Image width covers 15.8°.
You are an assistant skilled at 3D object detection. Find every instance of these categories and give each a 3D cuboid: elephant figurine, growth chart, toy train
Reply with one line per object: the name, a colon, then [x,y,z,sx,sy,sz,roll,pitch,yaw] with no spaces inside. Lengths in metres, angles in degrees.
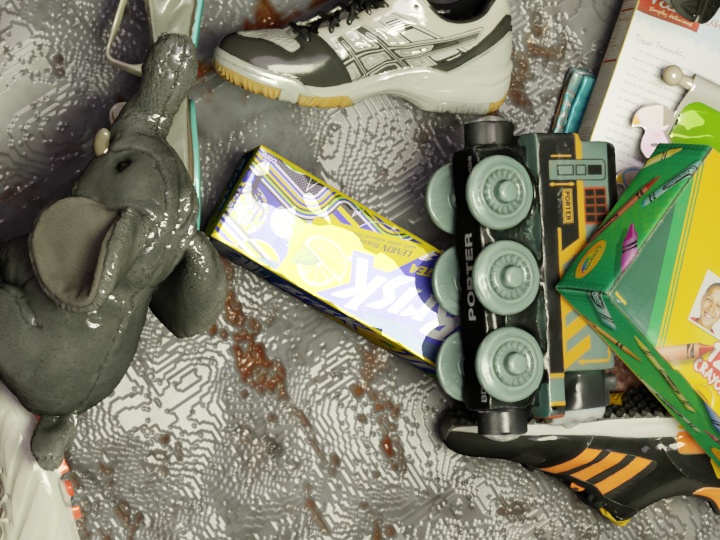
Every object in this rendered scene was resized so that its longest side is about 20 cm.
elephant figurine: [-0.148,-0.013,1.554,0.200,0.142,0.155,-36,98,32]
growth chart: [0.224,-0.020,1.673,0.144,0.018,0.201,15,88,-16]
toy train: [0.107,0.004,1.616,0.113,0.085,0.201,-2,87,-24]

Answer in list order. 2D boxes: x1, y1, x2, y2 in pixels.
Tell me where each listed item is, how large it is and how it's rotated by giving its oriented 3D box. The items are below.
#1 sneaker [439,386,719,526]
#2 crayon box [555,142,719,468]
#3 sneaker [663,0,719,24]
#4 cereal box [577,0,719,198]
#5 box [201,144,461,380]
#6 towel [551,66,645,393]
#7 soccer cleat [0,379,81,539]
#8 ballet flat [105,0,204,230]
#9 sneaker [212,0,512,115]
sneaker: [0.150,0.126,1.690,0.199,0.070,0.091,-1,106,-5]
crayon box: [0.226,0.031,1.615,0.200,0.058,0.119,46,71,-26]
sneaker: [0.215,-0.227,1.675,0.092,0.200,0.076,31,125,10]
cereal box: [0.214,-0.080,1.699,0.143,0.040,0.201,21,86,-12]
box: [0.000,0.000,1.663,0.199,0.064,0.070,30,83,-10]
towel: [0.180,-0.019,1.723,0.146,0.022,0.201,17,86,-10]
soccer cleat: [-0.207,0.169,1.616,0.077,0.069,0.201,-18,95,-9]
ballet flat: [-0.130,-0.114,1.640,0.063,0.067,0.201,2,82,-7]
sneaker: [0.003,-0.152,1.652,0.199,0.076,0.088,-1,113,-21]
